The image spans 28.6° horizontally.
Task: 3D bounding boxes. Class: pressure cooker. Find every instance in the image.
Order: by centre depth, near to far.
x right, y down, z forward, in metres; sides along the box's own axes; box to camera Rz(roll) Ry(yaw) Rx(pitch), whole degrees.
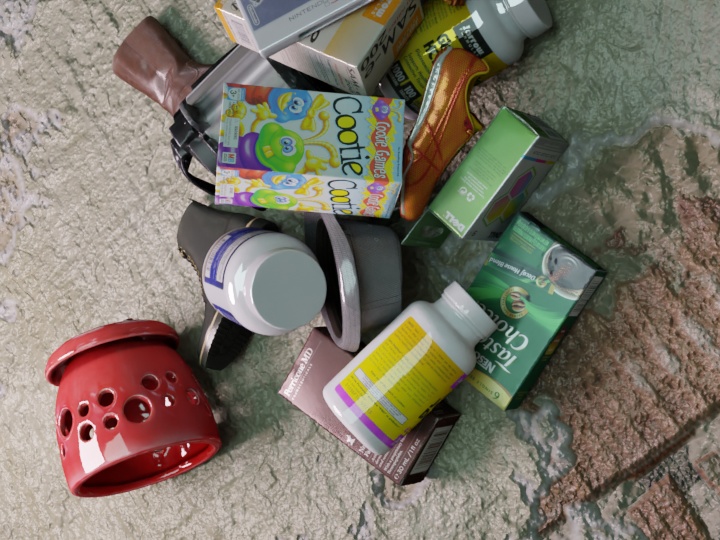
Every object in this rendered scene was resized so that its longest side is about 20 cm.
[{"bbox_3d":[-0.130,-0.171,1.704,0.200,0.179,0.176,-43,102,10],"label":"pressure cooker"}]

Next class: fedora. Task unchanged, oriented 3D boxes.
[{"bbox_3d":[0.000,0.000,1.653,0.090,0.200,0.178,-9,113,-12],"label":"fedora"}]

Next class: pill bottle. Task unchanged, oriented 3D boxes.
[{"bbox_3d":[0.060,0.106,1.596,0.200,0.104,0.104,-44,71,2],"label":"pill bottle"},{"bbox_3d":[0.115,-0.267,1.628,0.199,0.112,0.113,-29,77,24],"label":"pill bottle"},{"bbox_3d":[-0.110,0.013,1.657,0.200,0.119,0.121,-163,72,-71],"label":"pill bottle"}]

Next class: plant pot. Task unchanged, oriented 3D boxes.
[{"bbox_3d":[-0.293,0.171,1.793,0.200,0.200,0.183,-27,70,24],"label":"plant pot"}]

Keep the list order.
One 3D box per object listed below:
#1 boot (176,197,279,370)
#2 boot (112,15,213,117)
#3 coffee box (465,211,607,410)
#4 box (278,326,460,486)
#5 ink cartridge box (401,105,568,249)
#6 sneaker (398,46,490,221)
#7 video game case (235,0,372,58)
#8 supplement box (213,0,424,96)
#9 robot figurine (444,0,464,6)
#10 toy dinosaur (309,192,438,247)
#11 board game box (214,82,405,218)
[{"bbox_3d":[-0.195,0.015,1.814,0.138,0.077,0.201,21,86,30],"label":"boot"},{"bbox_3d":[-0.223,-0.284,1.834,0.200,0.064,0.187,44,106,25],"label":"boot"},{"bbox_3d":[0.180,0.049,1.631,0.123,0.044,0.201,39,106,22],"label":"coffee box"},{"bbox_3d":[0.010,0.160,1.703,0.200,0.075,0.101,34,104,25],"label":"box"},{"bbox_3d":[0.144,-0.088,1.618,0.059,0.104,0.200,43,108,21],"label":"ink cartridge box"},{"bbox_3d":[0.091,-0.146,1.569,0.077,0.073,0.201,20,104,4],"label":"sneaker"},{"bbox_3d":[-0.066,-0.358,1.545,0.181,0.023,0.201,-27,71,7],"label":"video game case"},{"bbox_3d":[-0.046,-0.291,1.585,0.199,0.074,0.126,26,73,22],"label":"supplement box"},{"bbox_3d":[0.052,-0.386,1.568,0.200,0.058,0.146,35,112,19],"label":"robot figurine"},{"bbox_3d":[0.017,-0.084,1.714,0.199,0.047,0.089,-22,97,26],"label":"toy dinosaur"},{"bbox_3d":[-0.057,-0.131,1.556,0.199,0.103,0.106,4,69,-6],"label":"board game box"}]
